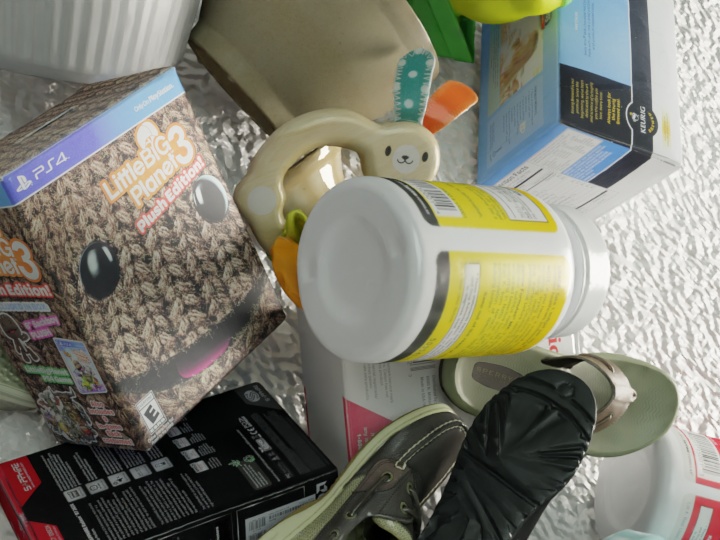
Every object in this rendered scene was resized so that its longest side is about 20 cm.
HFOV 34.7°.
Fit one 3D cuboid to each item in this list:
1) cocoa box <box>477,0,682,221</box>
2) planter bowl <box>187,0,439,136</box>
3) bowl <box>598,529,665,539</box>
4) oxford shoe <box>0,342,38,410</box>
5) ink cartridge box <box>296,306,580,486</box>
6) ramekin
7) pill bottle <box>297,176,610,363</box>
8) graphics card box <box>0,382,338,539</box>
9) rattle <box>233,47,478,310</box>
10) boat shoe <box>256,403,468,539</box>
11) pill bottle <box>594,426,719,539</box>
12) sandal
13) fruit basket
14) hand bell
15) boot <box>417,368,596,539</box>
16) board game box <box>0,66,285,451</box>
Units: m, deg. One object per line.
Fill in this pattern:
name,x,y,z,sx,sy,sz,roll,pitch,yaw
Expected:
cocoa box,0.192,-0.169,1.029,0.131,0.133,0.200,15,63,-22
planter bowl,-0.053,-0.186,0.927,0.135,0.200,0.200,-43,87,-4
bowl,0.173,0.258,0.812,0.200,0.201,0.105,-20,63,-28
oxford shoe,-0.262,0.068,0.794,0.200,0.058,0.075,0,60,-38
ink cartridge box,0.063,0.084,0.875,0.200,0.083,0.147,-6,92,-25
ramekin,-0.217,-0.205,0.862,0.202,0.094,0.202,10,21,-4
pill bottle,0.067,0.000,0.753,0.200,0.114,0.115,1,66,-42
graphics card box,-0.129,0.149,0.774,0.200,0.051,0.125,-17,32,-27
rattle,0.012,-0.071,0.809,0.200,0.143,0.130,-33,92,-2
boat shoe,0.009,0.166,0.752,0.201,0.072,0.066,-35,41,-28
pill bottle,0.300,0.197,0.927,0.200,0.112,0.113,16,62,-14
sandal,0.152,0.092,0.838,0.201,0.057,0.080,12,83,-24
fruit basket,0.085,-0.274,0.974,0.215,0.216,0.156,11,64,-17
hand bell,0.000,0.000,0.922,0.104,0.104,0.200,-40,98,-31
boot,0.096,0.174,0.805,0.073,0.163,0.198,29,75,20
board game box,-0.164,-0.008,0.770,0.159,0.097,0.200,-46,122,-42
